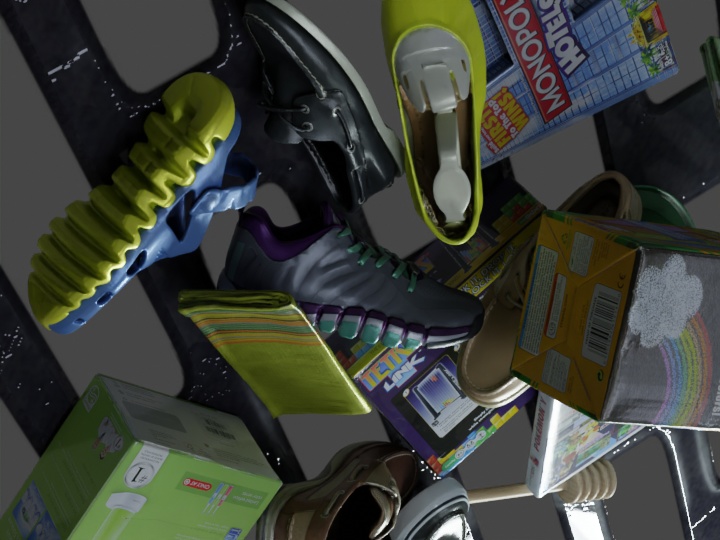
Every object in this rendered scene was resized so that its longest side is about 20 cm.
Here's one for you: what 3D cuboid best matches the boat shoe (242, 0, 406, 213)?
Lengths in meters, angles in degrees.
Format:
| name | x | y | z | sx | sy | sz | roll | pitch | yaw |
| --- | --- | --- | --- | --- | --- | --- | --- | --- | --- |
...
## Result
| name | x | y | z | sx | sy | sz | roll | pitch | yaw |
| --- | --- | --- | --- | --- | --- | --- | --- | --- | --- |
| boat shoe | -0.034 | -0.106 | 1.080 | 0.066 | 0.074 | 0.200 | -49 | 145 | -8 |

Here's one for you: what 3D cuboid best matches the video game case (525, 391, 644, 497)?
| name | x | y | z | sx | sy | sz | roll | pitch | yaw |
| --- | --- | --- | --- | --- | --- | --- | --- | --- | --- |
| video game case | 0.229 | 0.094 | 1.391 | 0.199 | 0.023 | 0.183 | -31 | 148 | -21 |

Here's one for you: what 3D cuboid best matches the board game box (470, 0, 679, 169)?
| name | x | y | z | sx | sy | sz | roll | pitch | yaw |
| --- | --- | --- | --- | --- | --- | --- | --- | --- | --- |
| board game box | 0.109 | -0.165 | 1.137 | 0.199 | 0.062 | 0.201 | -37 | 135 | -5 |

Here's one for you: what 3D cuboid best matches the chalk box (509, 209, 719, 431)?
| name | x | y | z | sx | sy | sz | roll | pitch | yaw |
| --- | --- | --- | --- | --- | --- | --- | --- | --- | --- |
| chalk box | 0.227 | 0.037 | 1.130 | 0.198 | 0.124 | 0.126 | 7 | 100 | -28 |

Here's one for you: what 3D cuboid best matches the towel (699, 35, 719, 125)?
| name | x | y | z | sx | sy | sz | roll | pitch | yaw |
| --- | --- | --- | --- | --- | --- | --- | --- | --- | --- |
| towel | 0.330 | -0.076 | 1.267 | 0.148 | 0.202 | 0.031 | 20 | 141 | -41 |

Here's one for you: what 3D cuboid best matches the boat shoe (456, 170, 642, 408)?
| name | x | y | z | sx | sy | sz | roll | pitch | yaw |
| --- | --- | --- | --- | --- | --- | --- | --- | --- | --- |
| boat shoe | 0.133 | 0.010 | 1.190 | 0.201 | 0.071 | 0.064 | -57 | 164 | 2 |

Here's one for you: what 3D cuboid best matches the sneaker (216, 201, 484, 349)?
| name | x | y | z | sx | sy | sz | roll | pitch | yaw |
| --- | --- | --- | --- | --- | --- | --- | --- | --- | --- |
| sneaker | 0.000 | 0.000 | 1.154 | 0.198 | 0.075 | 0.088 | 7 | 111 | -13 |

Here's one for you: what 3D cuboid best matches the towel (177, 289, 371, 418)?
| name | x | y | z | sx | sy | sz | roll | pitch | yaw |
| --- | --- | --- | --- | --- | --- | --- | --- | --- | --- |
| towel | -0.058 | 0.065 | 1.166 | 0.085 | 0.018 | 0.200 | 1 | 153 | 19 |

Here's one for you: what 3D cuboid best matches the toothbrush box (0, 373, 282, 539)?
| name | x | y | z | sx | sy | sz | roll | pitch | yaw |
| --- | --- | --- | --- | --- | --- | --- | --- | --- | --- |
| toothbrush box | -0.177 | 0.193 | 1.200 | 0.145 | 0.086 | 0.201 | 21 | 108 | -41 |

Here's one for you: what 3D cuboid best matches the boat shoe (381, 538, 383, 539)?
| name | x | y | z | sx | sy | sz | roll | pitch | yaw |
| --- | --- | --- | --- | --- | --- | --- | --- | --- | --- |
| boat shoe | -0.063 | 0.237 | 1.322 | 0.201 | 0.075 | 0.075 | -8 | 124 | -43 |

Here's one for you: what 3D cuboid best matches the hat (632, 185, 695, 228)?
| name | x | y | z | sx | sy | sz | roll | pitch | yaw |
| --- | --- | --- | --- | --- | --- | --- | --- | --- | --- |
| hat | 0.256 | 0.033 | 1.214 | 0.199 | 0.176 | 0.167 | -34 | 122 | -19 |

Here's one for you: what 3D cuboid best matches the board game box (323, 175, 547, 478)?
| name | x | y | z | sx | sy | sz | roll | pitch | yaw |
| --- | --- | --- | --- | --- | --- | --- | --- | --- | --- |
| board game box | 0.090 | 0.049 | 1.287 | 0.200 | 0.057 | 0.166 | -41 | 133 | -2 |

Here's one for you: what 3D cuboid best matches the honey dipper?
| name | x | y | z | sx | sy | sz | roll | pitch | yaw |
| --- | --- | --- | --- | --- | --- | --- | --- | --- | --- |
| honey dipper | 0.140 | 0.198 | 1.445 | 0.198 | 0.038 | 0.038 | -5 | 125 | -28 |

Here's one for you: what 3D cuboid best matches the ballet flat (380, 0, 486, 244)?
| name | x | y | z | sx | sy | sz | roll | pitch | yaw |
| --- | --- | --- | --- | --- | --- | --- | --- | --- | --- |
| ballet flat | 0.054 | -0.106 | 1.076 | 0.066 | 0.067 | 0.202 | -7 | 121 | 4 |

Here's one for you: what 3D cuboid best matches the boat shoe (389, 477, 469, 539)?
| name | x | y | z | sx | sy | sz | roll | pitch | yaw |
| --- | --- | --- | --- | --- | --- | --- | --- | --- | --- |
| boat shoe | 0.066 | 0.251 | 1.380 | 0.072 | 0.071 | 0.201 | -22 | 147 | -22 |

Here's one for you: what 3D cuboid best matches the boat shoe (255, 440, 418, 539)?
| name | x | y | z | sx | sy | sz | roll | pitch | yaw |
| --- | --- | --- | --- | --- | --- | --- | --- | --- | --- |
| boat shoe | -0.003 | 0.189 | 1.274 | 0.199 | 0.071 | 0.077 | -25 | 115 | -54 |

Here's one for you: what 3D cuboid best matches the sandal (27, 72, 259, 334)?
| name | x | y | z | sx | sy | sz | roll | pitch | yaw |
| --- | --- | --- | --- | --- | --- | --- | --- | --- | --- |
| sandal | -0.137 | -0.031 | 1.069 | 0.200 | 0.080 | 0.087 | -45 | 138 | 6 |
